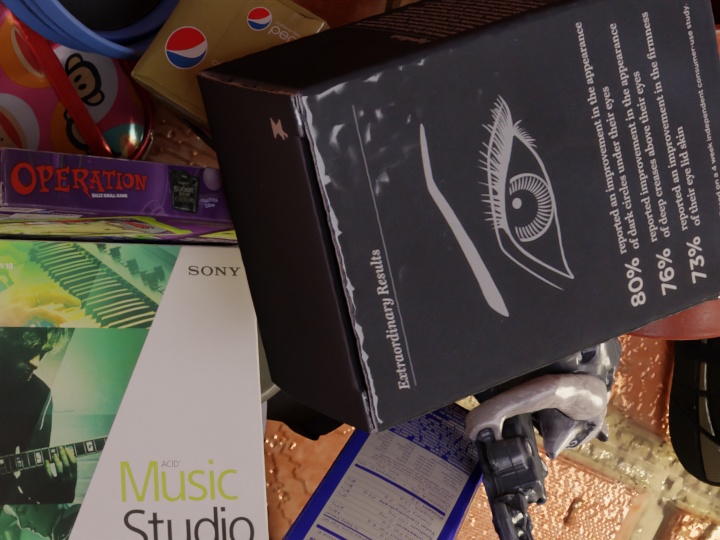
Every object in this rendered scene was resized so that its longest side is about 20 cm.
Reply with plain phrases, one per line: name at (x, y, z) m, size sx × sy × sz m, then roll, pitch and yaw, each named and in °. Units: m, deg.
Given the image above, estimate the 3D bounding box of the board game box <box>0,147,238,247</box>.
board game box at (-0.106, -0.028, 0.953) m, size 0.200 × 0.120 × 0.032 m, roll 3°, pitch 79°, yaw -42°

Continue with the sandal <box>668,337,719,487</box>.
sandal at (0.230, 0.032, 1.292) m, size 0.057 × 0.080 × 0.201 m, roll -17°, pitch 123°, yaw -43°

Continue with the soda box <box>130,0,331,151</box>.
soda box at (-0.041, -0.081, 1.022) m, size 0.068 × 0.064 × 0.200 m, roll -57°, pitch 167°, yaw -2°

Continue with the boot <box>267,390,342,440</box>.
boot at (0.000, 0.000, 1.155) m, size 0.200 × 0.075 × 0.097 m, roll -49°, pitch 142°, yaw -7°

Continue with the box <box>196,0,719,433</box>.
box at (0.051, -0.039, 0.910) m, size 0.200 × 0.104 × 0.148 m, roll -19°, pitch 107°, yaw -23°

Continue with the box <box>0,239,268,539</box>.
box at (-0.113, 0.086, 0.965) m, size 0.144 × 0.036 × 0.200 m, roll 1°, pitch 78°, yaw -27°

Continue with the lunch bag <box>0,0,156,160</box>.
lunch bag at (-0.188, -0.106, 0.993) m, size 0.176 × 0.082 × 0.200 m, roll -40°, pitch 124°, yaw -17°

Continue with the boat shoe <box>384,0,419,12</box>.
boat shoe at (0.046, -0.117, 1.042) m, size 0.065 × 0.073 × 0.200 m, roll 11°, pitch 107°, yaw 10°

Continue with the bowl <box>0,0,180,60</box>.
bowl at (-0.116, -0.194, 0.970) m, size 0.201 × 0.039 × 0.201 m, roll 8°, pitch 80°, yaw -56°

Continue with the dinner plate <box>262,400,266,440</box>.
dinner plate at (-0.145, 0.065, 1.064) m, size 0.200 × 0.024 × 0.200 m, roll 4°, pitch 76°, yaw -15°

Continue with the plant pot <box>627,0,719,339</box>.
plant pot at (0.170, -0.082, 1.150) m, size 0.201 × 0.201 × 0.195 m, roll -20°, pitch 124°, yaw -23°

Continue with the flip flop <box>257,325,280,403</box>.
flip flop at (-0.097, 0.039, 1.034) m, size 0.200 × 0.058 × 0.081 m, roll -18°, pitch 83°, yaw -32°

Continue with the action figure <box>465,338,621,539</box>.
action figure at (0.096, 0.046, 1.084) m, size 0.105 × 0.200 × 0.193 m, roll -14°, pitch 147°, yaw 6°

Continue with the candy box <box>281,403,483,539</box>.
candy box at (-0.008, 0.171, 1.098) m, size 0.077 × 0.200 × 0.169 m, roll 27°, pitch 117°, yaw 6°
